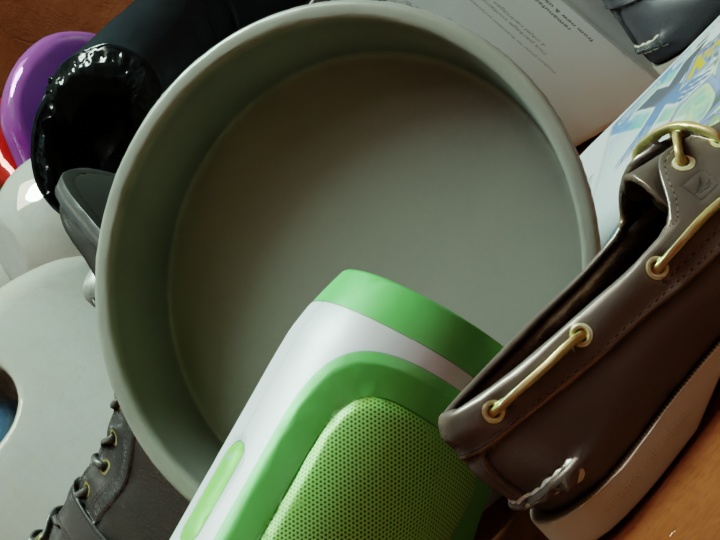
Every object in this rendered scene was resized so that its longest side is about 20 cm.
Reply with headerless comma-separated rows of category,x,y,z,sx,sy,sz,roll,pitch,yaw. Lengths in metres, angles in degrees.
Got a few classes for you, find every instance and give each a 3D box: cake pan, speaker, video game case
cake pan,-0.003,0.003,0.822,0.200,0.200,0.037,-48,-20,12
speaker,-0.023,0.104,0.733,0.201,0.088,0.088,-61,11,-10
video game case,0.142,-0.064,0.858,0.200,0.022,0.183,-46,10,28

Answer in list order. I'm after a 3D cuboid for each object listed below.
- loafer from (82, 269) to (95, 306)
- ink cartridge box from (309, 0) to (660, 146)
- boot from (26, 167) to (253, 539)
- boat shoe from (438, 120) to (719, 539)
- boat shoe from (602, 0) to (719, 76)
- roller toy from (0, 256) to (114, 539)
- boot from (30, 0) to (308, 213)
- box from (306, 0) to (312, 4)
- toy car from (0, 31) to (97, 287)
loafer,-0.077,-0.020,1.087,0.200,0.069,0.071,-47,-42,-71
ink cartridge box,0.089,-0.155,1.098,0.148,0.144,0.200,-55,10,-22
boot,-0.101,0.078,0.934,0.069,0.200,0.174,-6,-38,-53
boat shoe,0.103,-0.009,0.702,0.200,0.059,0.072,-52,10,-6
boat shoe,0.181,-0.167,0.942,0.200,0.063,0.073,-45,8,20
roller toy,-0.143,0.091,1.099,0.200,0.140,0.183,-40,-21,-31
boot,-0.071,-0.124,1.045,0.201,0.076,0.168,-56,0,34
box,-0.022,-0.105,1.266,0.198,0.199,0.050,-33,35,62
toy car,-0.143,-0.056,1.236,0.174,0.151,0.200,-24,-7,-28
